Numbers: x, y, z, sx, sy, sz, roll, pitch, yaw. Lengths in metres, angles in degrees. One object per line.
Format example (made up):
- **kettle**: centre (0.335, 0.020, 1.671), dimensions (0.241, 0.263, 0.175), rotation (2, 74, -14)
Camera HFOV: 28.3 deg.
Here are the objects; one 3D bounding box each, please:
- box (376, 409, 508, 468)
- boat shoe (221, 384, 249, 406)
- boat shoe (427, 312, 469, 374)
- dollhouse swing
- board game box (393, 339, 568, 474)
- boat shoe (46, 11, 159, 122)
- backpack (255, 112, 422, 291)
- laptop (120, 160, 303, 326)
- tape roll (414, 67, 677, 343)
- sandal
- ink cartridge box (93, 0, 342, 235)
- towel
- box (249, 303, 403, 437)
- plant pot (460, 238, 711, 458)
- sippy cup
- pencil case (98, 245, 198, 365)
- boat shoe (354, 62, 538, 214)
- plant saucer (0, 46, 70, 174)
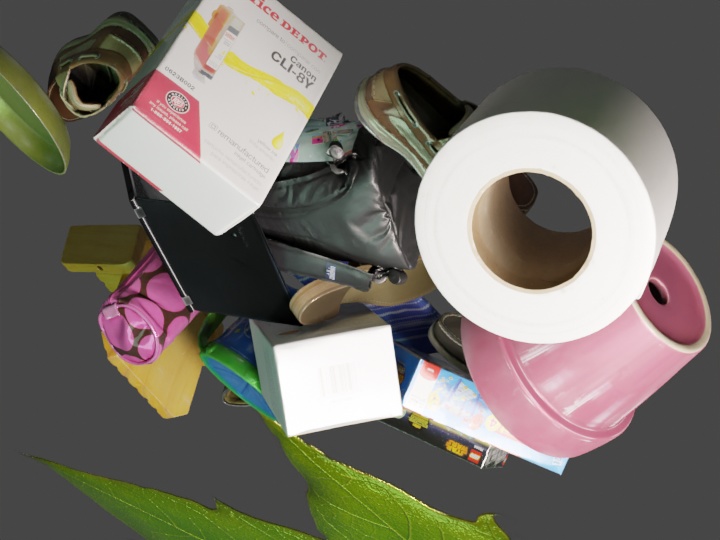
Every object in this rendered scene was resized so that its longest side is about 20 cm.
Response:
- **box**: centre (0.077, 0.180, 1.716), dimensions (0.199, 0.040, 0.137), rotation (23, -179, 18)
- **boat shoe**: centre (-0.107, 0.147, 1.860), dimensions (0.200, 0.066, 0.072), rotation (-11, 132, 46)
- **boat shoe**: centre (0.172, 0.092, 1.565), dimensions (0.201, 0.072, 0.060), rotation (25, 137, 6)
- **dollhouse swing**: centre (-0.294, 0.074, 1.790), dimensions (0.181, 0.176, 0.200), rotation (1, 141, 36)
- **board game box**: centre (0.118, 0.145, 1.583), dimensions (0.195, 0.056, 0.200), rotation (24, 180, -12)
- **boat shoe**: centre (-0.282, -0.198, 1.475), dimensions (0.076, 0.074, 0.200), rotation (38, 147, -16)
- **backpack**: centre (-0.038, -0.076, 1.418), dimensions (0.199, 0.127, 0.167), rotation (3, 125, 31)
- **laptop**: centre (-0.158, -0.050, 1.469), dimensions (0.116, 0.200, 0.188), rotation (-20, 140, 0)
- **tape roll**: centre (0.159, -0.057, 1.207), dimensions (0.202, 0.139, 0.203), rotation (8, 114, 18)
- **sandal**: centre (0.002, -0.004, 1.493), dimensions (0.070, 0.211, 0.078), rotation (53, 135, 24)
- **ink cartridge box**: centre (-0.124, -0.158, 1.294), dimensions (0.145, 0.200, 0.083), rotation (38, 144, -17)
- **towel**: centre (0.010, 0.036, 1.648), dimensions (0.145, 0.024, 0.200), rotation (-14, 130, 46)
- **box**: centre (-0.040, 0.098, 1.521), dimensions (0.124, 0.098, 0.200), rotation (-10, -171, -10)
- **plant pot**: centre (0.227, 0.058, 1.373), dimensions (0.200, 0.200, 0.179), rotation (39, 132, -19)
- **sippy cup**: centre (-0.099, 0.092, 1.693), dimensions (0.178, 0.130, 0.140), rotation (40, 165, -4)
- **pencil case**: centre (-0.216, 0.010, 1.611), dimensions (0.090, 0.200, 0.094), rotation (-5, 127, 35)
- **boat shoe**: centre (0.087, -0.118, 1.316), dimensions (0.200, 0.076, 0.072), rotation (34, 146, -14)
- **plant saucer**: centre (-0.381, -0.190, 1.557), dimensions (0.200, 0.031, 0.200), rotation (39, 161, 16)
